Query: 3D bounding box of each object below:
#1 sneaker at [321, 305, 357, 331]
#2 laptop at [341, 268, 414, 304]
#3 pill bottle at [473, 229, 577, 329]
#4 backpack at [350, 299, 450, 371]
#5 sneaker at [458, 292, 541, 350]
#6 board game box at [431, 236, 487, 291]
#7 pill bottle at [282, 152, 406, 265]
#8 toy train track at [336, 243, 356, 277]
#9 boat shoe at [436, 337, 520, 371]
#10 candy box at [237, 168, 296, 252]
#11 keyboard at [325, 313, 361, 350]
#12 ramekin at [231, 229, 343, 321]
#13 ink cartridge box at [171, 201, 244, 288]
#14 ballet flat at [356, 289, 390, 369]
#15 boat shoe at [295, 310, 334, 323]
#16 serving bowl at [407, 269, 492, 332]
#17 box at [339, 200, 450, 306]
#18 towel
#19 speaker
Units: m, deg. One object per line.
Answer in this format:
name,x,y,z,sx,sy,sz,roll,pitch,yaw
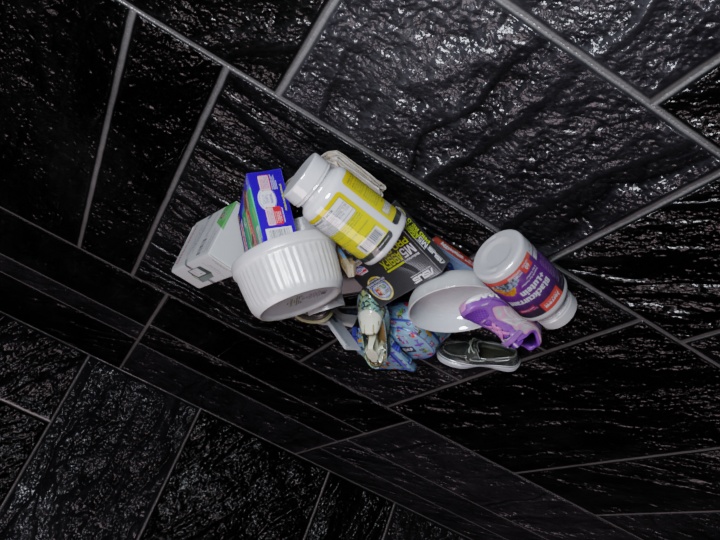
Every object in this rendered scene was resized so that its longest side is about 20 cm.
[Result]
sneaker,-0.094,0.114,1.814,0.200,0.073,0.112,16,158,-20
laptop,0.000,0.000,1.594,0.187,0.116,0.200,-9,170,22
pill bottle,0.310,0.023,1.345,0.200,0.112,0.111,38,149,-28
backpack,0.101,0.150,1.703,0.200,0.135,0.183,0,145,35
sneaker,0.281,0.105,1.412,0.200,0.089,0.080,16,145,-27
board game box,0.201,0.003,1.490,0.200,0.019,0.103,32,149,-19
pill bottle,-0.029,-0.109,1.280,0.200,0.114,0.114,37,150,-15
toy train track,-0.028,-0.029,1.372,0.032,0.115,0.200,-8,-162,-9
boat shoe,0.279,0.189,1.727,0.200,0.072,0.071,3,139,14
candy box,-0.188,-0.079,1.452,0.077,0.169,0.200,-9,161,-18
keyboard,-0.067,0.113,1.692,0.056,0.011,0.200,20,-154,-51
ramekin,-0.127,0.015,1.333,0.200,0.105,0.200,-19,165,-6
ink cartridge box,-0.324,-0.054,1.638,0.084,0.146,0.200,36,151,-26
ballet flat,0.029,0.132,1.568,0.074,0.074,0.200,7,129,27
boat shoe,-0.149,0.064,1.674,0.200,0.073,0.065,18,154,35
serving bowl,0.192,0.053,1.465,0.200,0.066,0.200,-2,150,-1
box,0.054,-0.029,1.438,0.160,0.044,0.200,48,139,-9
towel,-0.053,-0.153,1.382,0.132,0.035,0.200,34,151,-20
speaker,-0.096,-0.009,1.491,0.081,0.200,0.081,-17,174,-2
